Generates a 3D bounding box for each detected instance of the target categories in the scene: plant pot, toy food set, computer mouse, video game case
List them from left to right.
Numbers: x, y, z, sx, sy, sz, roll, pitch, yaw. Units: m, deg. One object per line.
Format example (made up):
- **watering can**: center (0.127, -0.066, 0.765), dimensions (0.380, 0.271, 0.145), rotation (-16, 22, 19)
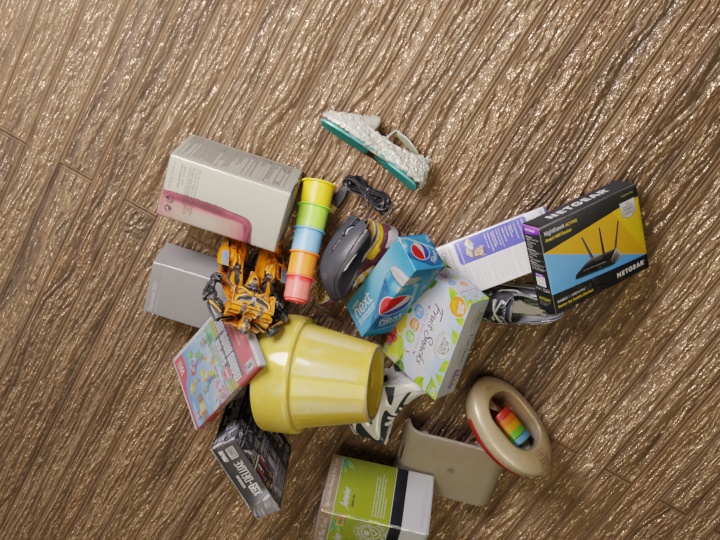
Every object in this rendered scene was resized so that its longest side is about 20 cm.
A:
- **video game case**: center (-0.238, 0.152, 1.460), dimensions (0.017, 0.143, 0.200), rotation (7, 137, -45)
- **plant pot**: center (-0.064, 0.179, 1.481), dimensions (0.188, 0.201, 0.202), rotation (4, 113, 14)
- **computer mouse**: center (-0.034, -0.061, 1.429), dimensions (0.046, 0.140, 0.201), rotation (13, 114, -38)
- **toy food set**: center (0.168, 0.350, 1.628), dimensions (0.199, 0.060, 0.144), rotation (14, 124, 1)

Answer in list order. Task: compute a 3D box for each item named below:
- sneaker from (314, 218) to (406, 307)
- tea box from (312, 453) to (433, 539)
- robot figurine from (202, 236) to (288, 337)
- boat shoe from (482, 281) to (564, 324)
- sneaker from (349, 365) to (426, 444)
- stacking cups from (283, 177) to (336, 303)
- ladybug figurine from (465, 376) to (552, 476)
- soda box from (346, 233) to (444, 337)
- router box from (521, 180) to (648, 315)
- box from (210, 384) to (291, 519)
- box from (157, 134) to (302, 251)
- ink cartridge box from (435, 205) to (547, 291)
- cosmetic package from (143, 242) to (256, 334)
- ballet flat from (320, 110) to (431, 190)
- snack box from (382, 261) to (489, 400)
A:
- **sneaker**: center (0.000, 0.000, 1.485), dimensions (0.090, 0.075, 0.200), rotation (17, 133, -31)
- **tea box**: center (0.018, 0.468, 1.619), dimensions (0.196, 0.134, 0.201), rotation (12, 129, 2)
- **robot figurine**: center (-0.180, 0.017, 1.429), dimensions (0.144, 0.201, 0.058), rotation (17, 134, -21)
- **boat shoe**: center (0.244, 0.060, 1.488), dimensions (0.199, 0.068, 0.072), rotation (5, 112, 4)
- **sneaker**: center (0.058, 0.248, 1.578), dimensions (0.198, 0.080, 0.130), rotation (-14, 112, 11)
- **stacking cups**: center (-0.086, -0.047, 1.434), dimensions (0.060, 0.061, 0.201), rotation (11, 84, 1)
- **ladybug figurine**: center (0.255, 0.281, 1.545), dimensions (0.200, 0.136, 0.072), rotation (55, 137, 11)
- **soda box**: center (0.054, 0.027, 1.439), dimensions (0.064, 0.068, 0.200), rotation (-8, 150, -34)
- **router box**: center (0.359, -0.038, 1.395), dimensions (0.199, 0.051, 0.150), rotation (-25, 111, -21)
- **box**: center (-0.189, 0.317, 1.564), dimensions (0.050, 0.200, 0.158), rotation (-25, 108, 10)
- **box**: center (-0.208, -0.127, 1.422), dimensions (0.199, 0.128, 0.109), rotation (18, 114, -2)
- **ink cartridge box**: center (0.228, -0.026, 1.456), dimensions (0.199, 0.037, 0.095), rotation (-22, 84, 16)
- **cosmetic package**: center (-0.262, 0.038, 1.518), dimensions (0.199, 0.090, 0.107), rotation (14, 117, -4)
- **ballet flat**: center (0.030, -0.206, 1.411), dimensions (0.200, 0.072, 0.072), rotation (35, 111, -11)
- **snack box**: center (0.122, 0.093, 1.467), dimensions (0.142, 0.053, 0.201), rotation (40, 128, 34)
